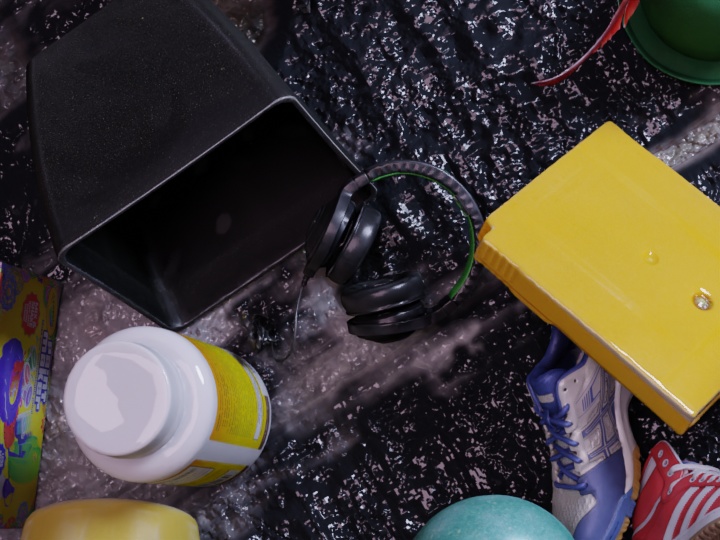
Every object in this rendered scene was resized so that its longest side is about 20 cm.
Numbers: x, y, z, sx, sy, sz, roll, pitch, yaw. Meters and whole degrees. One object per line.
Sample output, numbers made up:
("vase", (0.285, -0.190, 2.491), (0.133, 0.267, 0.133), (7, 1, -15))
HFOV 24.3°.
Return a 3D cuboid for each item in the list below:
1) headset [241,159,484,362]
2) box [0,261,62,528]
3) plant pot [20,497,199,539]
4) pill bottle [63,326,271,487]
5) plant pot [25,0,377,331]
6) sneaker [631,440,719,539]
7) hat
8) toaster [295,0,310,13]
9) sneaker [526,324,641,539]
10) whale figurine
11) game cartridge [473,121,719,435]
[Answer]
("headset", (0.000, 0.000, 1.260), (0.200, 0.094, 0.124), (-35, 98, 1))
("box", (-0.353, 0.093, 1.306), (0.191, 0.122, 0.201), (3, 82, 13))
("plant pot", (-0.183, 0.273, 1.210), (0.200, 0.201, 0.190), (-6, 64, 12))
("pill bottle", (-0.141, 0.100, 1.212), (0.109, 0.200, 0.110), (-2, 81, 13))
("plant pot", (-0.138, -0.100, 1.256), (0.200, 0.200, 0.178), (-35, 64, 6))
("sneaker", (0.248, 0.154, 1.128), (0.071, 0.200, 0.113), (31, 48, -17))
("hat", (0.227, -0.220, 1.168), (0.165, 0.176, 0.201), (-4, 83, 29))
("toaster", (-0.044, -0.332, 1.271), (0.118, 0.200, 0.182), (-21, 69, 7))
("sneaker", (0.150, 0.106, 1.190), (0.075, 0.088, 0.201), (-13, 66, 54))
("whale figurine", (0.100, 0.244, 1.109), (0.158, 0.104, 0.201), (1, 58, -17))
("game cartridge", (0.199, 0.000, 1.183), (0.200, 0.033, 0.176), (41, 52, 17))
